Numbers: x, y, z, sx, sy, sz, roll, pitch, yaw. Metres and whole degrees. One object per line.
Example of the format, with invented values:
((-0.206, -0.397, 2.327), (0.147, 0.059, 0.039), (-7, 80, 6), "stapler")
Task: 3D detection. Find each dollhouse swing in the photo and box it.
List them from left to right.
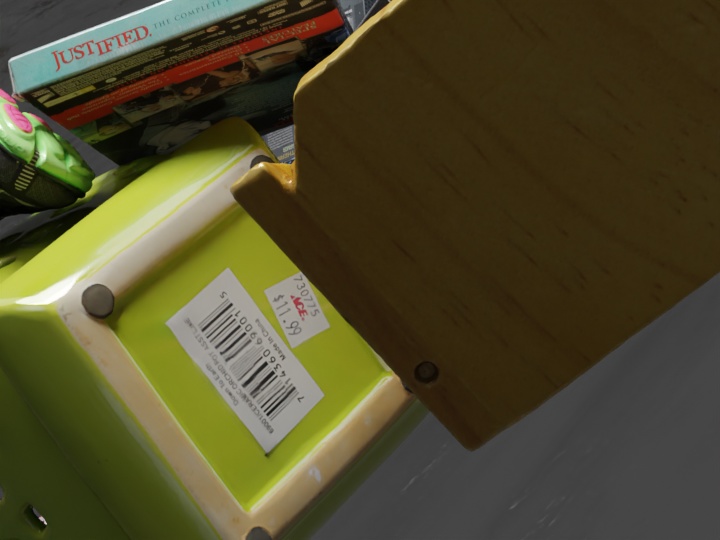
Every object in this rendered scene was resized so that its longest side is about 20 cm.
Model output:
((0.086, -0.059, 0.610), (0.200, 0.182, 0.176), (-39, 14, 15), "dollhouse swing")

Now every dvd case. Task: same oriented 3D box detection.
((-0.072, -0.094, 0.788), (0.146, 0.022, 0.200), (-20, -11, 5), "dvd case")

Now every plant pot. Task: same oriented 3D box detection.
((-0.096, 0.056, 0.756), (0.199, 0.200, 0.181), (-41, 11, -38), "plant pot")

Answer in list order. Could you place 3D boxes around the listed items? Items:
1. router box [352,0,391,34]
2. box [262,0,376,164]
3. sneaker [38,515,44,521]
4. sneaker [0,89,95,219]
((0.089, -0.097, 0.729), (0.200, 0.157, 0.052), (-50, -3, 30), "router box")
((-0.038, -0.076, 0.972), (0.051, 0.158, 0.200), (5, -16, -39), "box")
((-0.201, 0.170, 1.040), (0.200, 0.113, 0.071), (-40, 4, -18), "sneaker")
((-0.191, -0.034, 0.768), (0.200, 0.077, 0.084), (-9, 48, 58), "sneaker")
